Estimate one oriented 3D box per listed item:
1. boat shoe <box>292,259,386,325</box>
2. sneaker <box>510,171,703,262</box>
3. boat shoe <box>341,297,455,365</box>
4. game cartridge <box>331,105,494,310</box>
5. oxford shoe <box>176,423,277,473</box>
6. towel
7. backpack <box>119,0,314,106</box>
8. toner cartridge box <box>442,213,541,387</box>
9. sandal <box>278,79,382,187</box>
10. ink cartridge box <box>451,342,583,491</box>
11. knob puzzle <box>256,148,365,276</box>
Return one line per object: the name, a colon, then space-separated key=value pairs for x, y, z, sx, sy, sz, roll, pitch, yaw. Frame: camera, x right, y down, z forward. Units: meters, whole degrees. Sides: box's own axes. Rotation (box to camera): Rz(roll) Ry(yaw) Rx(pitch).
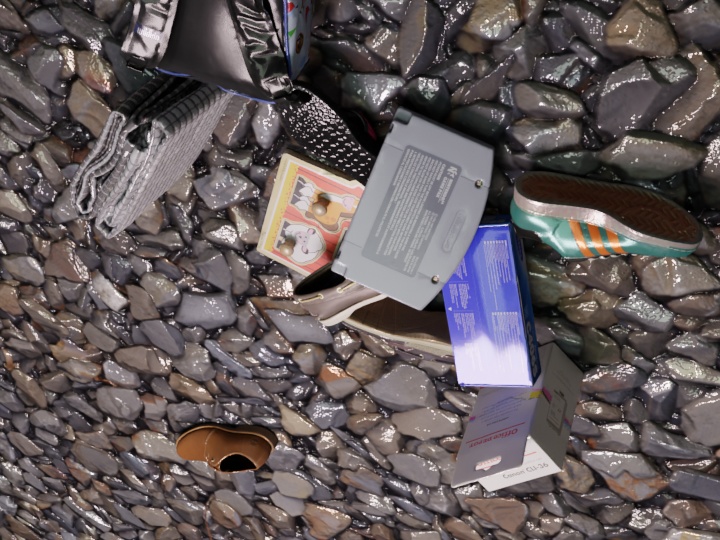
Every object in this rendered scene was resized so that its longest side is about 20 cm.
boat shoe: x=0.000 y=0.000 z=1.125 sx=0.059 sy=0.072 sz=0.200 roll=35 pitch=132 yaw=-27
sneaker: x=0.258 y=-0.045 z=1.003 sx=0.200 sy=0.071 sz=0.080 roll=18 pitch=139 yaw=18
boat shoe: x=0.064 y=0.082 z=1.200 sx=0.199 sy=0.072 sz=0.065 roll=12 pitch=132 yaw=4
game cartridge: x=0.064 y=-0.064 z=1.036 sx=0.133 sy=0.040 sz=0.200 roll=25 pitch=107 yaw=4
oxford shoe: x=-0.234 y=0.297 z=1.536 sx=0.200 sy=0.071 sz=0.071 roll=-9 pitch=126 yaw=33
towel: x=-0.243 y=-0.151 z=1.078 sx=0.086 sy=0.166 sz=0.200 roll=39 pitch=134 yaw=-3
backpack: x=-0.127 y=-0.280 z=0.918 sx=0.199 sy=0.154 sz=0.191 roll=14 pitch=142 yaw=6
toner cartridge box: x=0.149 y=0.037 z=1.098 sx=0.095 sy=0.043 sz=0.201 roll=-2 pitch=109 yaw=26
sandal: x=-0.013 y=-0.149 z=1.062 sx=0.200 sy=0.045 sz=0.075 roll=37 pitch=142 yaw=-29
ink cartridge box: x=0.192 y=0.193 z=1.147 sx=0.068 sy=0.200 sz=0.116 roll=46 pitch=133 yaw=-17
knob puzzle: x=-0.027 y=-0.037 z=1.168 sx=0.219 sy=0.030 sz=0.220 roll=13 pitch=133 yaw=14
